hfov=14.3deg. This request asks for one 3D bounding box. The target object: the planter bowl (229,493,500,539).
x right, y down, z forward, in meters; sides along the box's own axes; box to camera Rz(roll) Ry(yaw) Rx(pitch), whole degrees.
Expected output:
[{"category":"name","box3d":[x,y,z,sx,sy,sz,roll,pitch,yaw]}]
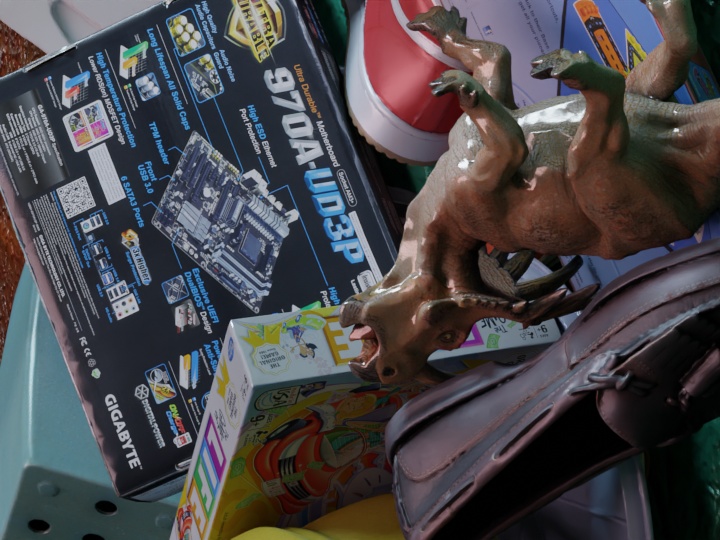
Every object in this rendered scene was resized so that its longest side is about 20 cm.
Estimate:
[{"category":"planter bowl","box3d":[0.029,0.150,1.175,0.084,0.200,0.200,-51,18,-16]}]

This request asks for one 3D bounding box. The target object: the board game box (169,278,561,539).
[{"category":"board game box","box3d":[-0.004,0.083,1.212,0.200,0.134,0.034,107,148,-51]}]

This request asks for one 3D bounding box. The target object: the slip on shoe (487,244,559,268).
[{"category":"slip on shoe","box3d":[0.076,-0.074,1.193,0.200,0.061,0.074,110,146,-45]}]

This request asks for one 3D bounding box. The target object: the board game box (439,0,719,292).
[{"category":"board game box","box3d":[0.081,-0.093,1.113,0.103,0.019,0.201,-22,94,51]}]

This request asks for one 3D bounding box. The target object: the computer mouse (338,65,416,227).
[{"category":"computer mouse","box3d":[0.000,0.000,1.311,0.044,0.109,0.201,40,-131,-64]}]

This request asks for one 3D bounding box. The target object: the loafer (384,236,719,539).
[{"category":"loafer","box3d":[0.093,0.054,1.081,0.200,0.072,0.063,-30,44,31]}]

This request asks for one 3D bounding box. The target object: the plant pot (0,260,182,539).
[{"category":"plant pot","box3d":[-0.118,0.061,1.463,0.142,0.141,0.200,113,172,-45]}]

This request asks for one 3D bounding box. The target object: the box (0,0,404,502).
[{"category":"box","box3d":[-0.067,-0.019,1.269,0.201,0.158,0.046,67,-170,11]}]

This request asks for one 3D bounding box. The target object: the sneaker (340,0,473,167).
[{"category":"sneaker","box3d":[0.033,-0.152,1.274,0.113,0.071,0.200,-56,31,37]}]

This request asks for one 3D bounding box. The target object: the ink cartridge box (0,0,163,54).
[{"category":"ink cartridge box","box3d":[-0.108,-0.148,1.403,0.083,0.146,0.200,-51,8,13]}]

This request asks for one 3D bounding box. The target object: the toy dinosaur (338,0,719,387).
[{"category":"toy dinosaur","box3d":[0.083,-0.030,1.074,0.199,0.086,0.136,-8,117,30]}]

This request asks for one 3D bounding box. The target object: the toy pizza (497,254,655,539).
[{"category":"toy pizza","box3d":[0.084,0.089,1.220,0.200,0.032,0.201,170,90,-69]}]
